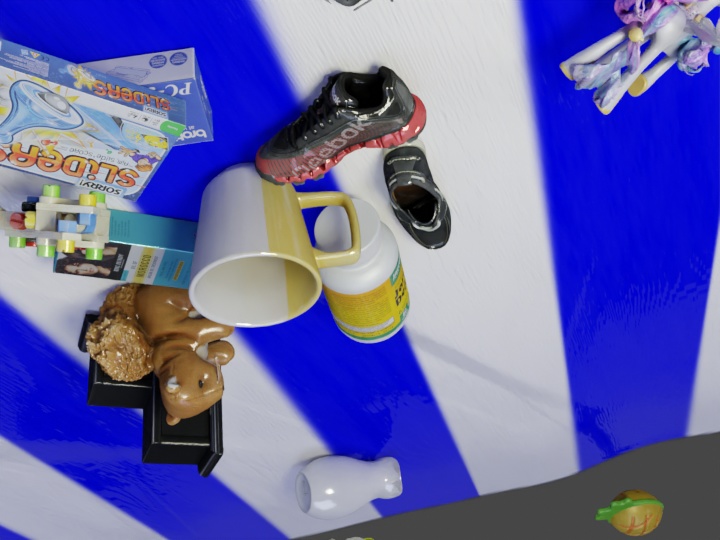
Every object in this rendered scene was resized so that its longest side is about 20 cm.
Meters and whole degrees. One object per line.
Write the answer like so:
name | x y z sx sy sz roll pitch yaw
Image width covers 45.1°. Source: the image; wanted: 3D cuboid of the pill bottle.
pill bottle | 0.000 0.000 1.122 0.110 0.114 0.201 -11 146 4

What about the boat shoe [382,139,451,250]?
boat shoe | 0.072 -0.076 1.071 0.071 0.069 0.201 -16 147 9

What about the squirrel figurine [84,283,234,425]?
squirrel figurine | -0.262 0.106 1.148 0.196 0.190 0.142 2 145 -16

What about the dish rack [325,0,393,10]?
dish rack | 0.026 -0.301 0.741 0.198 0.055 0.153 -26 142 24

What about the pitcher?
pitcher | -0.038 0.440 1.768 0.197 0.124 0.171 -3 163 -29

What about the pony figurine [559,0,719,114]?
pony figurine | 0.293 -0.241 0.832 0.199 0.168 0.192 -38 169 32

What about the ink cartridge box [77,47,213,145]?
ink cartridge box | -0.256 -0.165 0.883 0.196 0.045 0.095 -8 148 -2

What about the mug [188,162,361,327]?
mug | -0.110 -0.035 1.008 0.184 0.155 0.150 11 142 -27

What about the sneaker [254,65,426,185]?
sneaker | -0.032 -0.158 0.923 0.197 0.072 0.098 -20 145 12

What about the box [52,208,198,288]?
box | -0.274 -0.027 1.077 0.196 0.050 0.083 8 143 -23

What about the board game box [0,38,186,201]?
board game box | -0.286 -0.140 0.837 0.197 0.035 0.135 13 142 -32

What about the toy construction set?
toy construction set | -0.352 -0.059 0.930 0.197 0.094 0.131 19 -174 16

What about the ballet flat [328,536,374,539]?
ballet flat | -0.052 0.711 2.205 0.196 0.067 0.068 0 125 -17

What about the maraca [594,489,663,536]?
maraca | 0.671 0.601 2.160 0.197 0.108 0.137 18 131 -34

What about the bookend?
bookend | -0.302 0.178 1.234 0.196 0.202 0.092 8 146 -22
